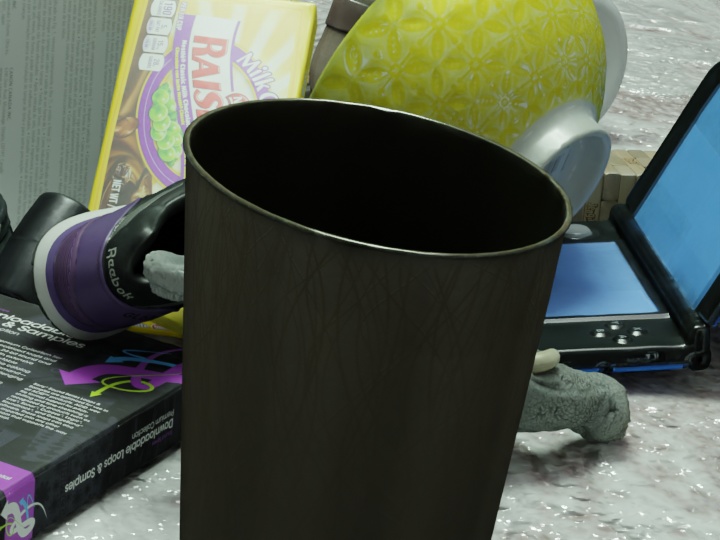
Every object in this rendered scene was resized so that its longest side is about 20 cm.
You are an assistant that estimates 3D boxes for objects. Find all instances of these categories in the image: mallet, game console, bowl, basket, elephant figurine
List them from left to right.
[{"bbox_3d":[-0.087,0.015,1.185,0.199,0.041,0.066,15,64,10],"label":"mallet"},{"bbox_3d":[-0.006,0.056,0.891,0.135,0.202,0.180,-2,22,-23],"label":"basket"},{"bbox_3d":[0.021,0.036,1.094,0.141,0.156,0.200,-16,2,24],"label":"elephant figurine"},{"bbox_3d":[0.070,-0.075,1.274,0.108,0.201,0.199,42,35,24],"label":"bowl"},{"bbox_3d":[0.139,-0.034,1.291,0.169,0.119,0.200,-2,20,-6],"label":"game console"}]

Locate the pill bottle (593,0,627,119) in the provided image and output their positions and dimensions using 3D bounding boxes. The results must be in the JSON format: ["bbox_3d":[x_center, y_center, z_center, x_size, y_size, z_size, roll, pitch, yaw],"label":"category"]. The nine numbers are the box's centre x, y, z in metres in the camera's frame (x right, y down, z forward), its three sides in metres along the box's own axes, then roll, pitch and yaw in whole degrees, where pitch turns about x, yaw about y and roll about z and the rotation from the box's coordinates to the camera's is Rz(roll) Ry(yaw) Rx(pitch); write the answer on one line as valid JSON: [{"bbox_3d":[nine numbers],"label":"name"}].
[{"bbox_3d":[0.086,-0.169,1.678,0.115,0.117,0.200,-8,24,-34],"label":"pill bottle"}]

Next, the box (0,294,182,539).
[{"bbox_3d":[-0.169,0.065,1.068,0.142,0.036,0.200,15,23,23],"label":"box"}]

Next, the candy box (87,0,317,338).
[{"bbox_3d":[-0.087,-0.059,1.258,0.101,0.201,0.026,8,-25,2],"label":"candy box"}]

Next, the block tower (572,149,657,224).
[{"bbox_3d":[0.137,-0.042,1.431,0.198,0.054,0.058,1,21,-13],"label":"block tower"}]

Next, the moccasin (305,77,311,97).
[{"bbox_3d":[-0.022,-0.099,1.517,0.077,0.074,0.201,9,20,36],"label":"moccasin"}]

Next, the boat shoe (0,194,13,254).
[{"bbox_3d":[-0.237,0.003,1.169,0.074,0.067,0.199,19,23,32],"label":"boat shoe"}]

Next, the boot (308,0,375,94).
[{"bbox_3d":[0.059,-0.112,1.462,0.199,0.147,0.070,-6,20,-31],"label":"boot"}]

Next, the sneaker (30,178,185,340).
[{"bbox_3d":[-0.055,-0.023,1.133,0.200,0.076,0.087,-32,12,-38],"label":"sneaker"}]

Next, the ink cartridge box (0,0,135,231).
[{"bbox_3d":[-0.143,-0.102,1.349,0.199,0.163,0.050,-6,22,-32],"label":"ink cartridge box"}]
